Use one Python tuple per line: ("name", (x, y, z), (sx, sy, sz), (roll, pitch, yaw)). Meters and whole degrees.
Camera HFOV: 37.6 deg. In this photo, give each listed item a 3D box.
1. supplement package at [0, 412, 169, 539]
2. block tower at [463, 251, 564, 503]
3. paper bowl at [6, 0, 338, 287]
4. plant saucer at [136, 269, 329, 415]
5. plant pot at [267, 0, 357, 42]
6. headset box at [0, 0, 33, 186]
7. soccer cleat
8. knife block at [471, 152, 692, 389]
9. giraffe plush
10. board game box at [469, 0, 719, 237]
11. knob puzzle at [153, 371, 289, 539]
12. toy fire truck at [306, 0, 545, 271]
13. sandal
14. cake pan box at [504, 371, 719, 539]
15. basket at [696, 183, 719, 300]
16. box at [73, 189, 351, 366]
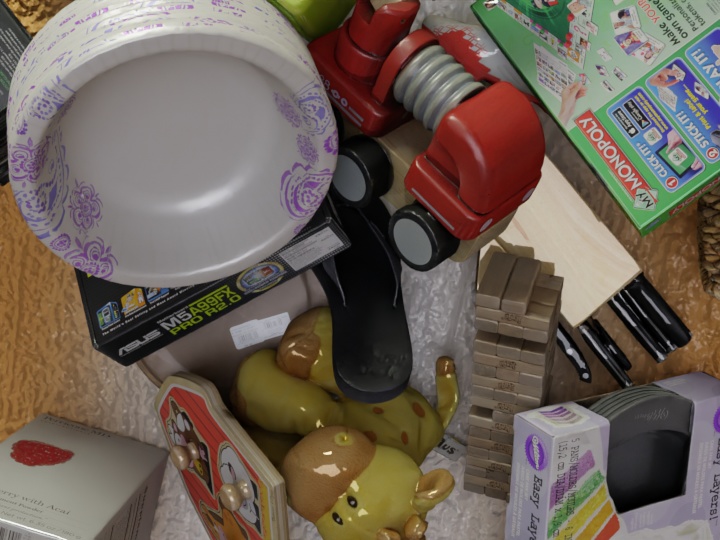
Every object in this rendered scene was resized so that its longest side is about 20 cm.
("supplement package", (-0.239, 0.205, 0.804), (0.120, 0.200, 0.121), (16, 100, 3))
("block tower", (0.111, 0.088, 0.782), (0.054, 0.058, 0.201), (11, 129, 17))
("paper bowl", (-0.120, -0.093, 0.671), (0.199, 0.105, 0.202), (-10, 137, -9))
("plant saucer", (-0.105, 0.023, 0.853), (0.198, 0.029, 0.202), (1, 98, 4))
("plant pot", (-0.047, -0.291, 0.720), (0.200, 0.199, 0.182), (43, 95, -3))
("headset box", (-0.291, -0.164, 0.760), (0.093, 0.200, 0.175), (-37, 94, -6))
("soccer cleat", (0.139, -0.154, 0.770), (0.199, 0.069, 0.086), (30, 107, 16))
("knife block", (0.175, -0.014, 0.804), (0.174, 0.064, 0.202), (4, 98, 4))
("giraffe plush", (-0.007, 0.147, 0.777), (0.199, 0.162, 0.174), (15, 114, -6))
("board game box", (0.182, -0.142, 0.702), (0.134, 0.029, 0.201), (-36, 70, 11))
("knob puzzle", (-0.117, 0.164, 0.807), (0.030, 0.219, 0.221), (-23, 97, -27))
("toy fire truck", (0.059, -0.131, 0.693), (0.176, 0.128, 0.200), (45, 144, 16))
("sandal", (0.001, 0.000, 0.780), (0.075, 0.043, 0.201), (-9, 55, -12))
("cake pan box", (0.194, 0.180, 0.783), (0.183, 0.052, 0.202), (-7, 108, -29))
("basket", (0.337, -0.055, 0.738), (0.198, 0.143, 0.150), (-3, 94, 17))
("box", (-0.124, -0.044, 0.794), (0.199, 0.044, 0.161), (-27, 60, 9))
